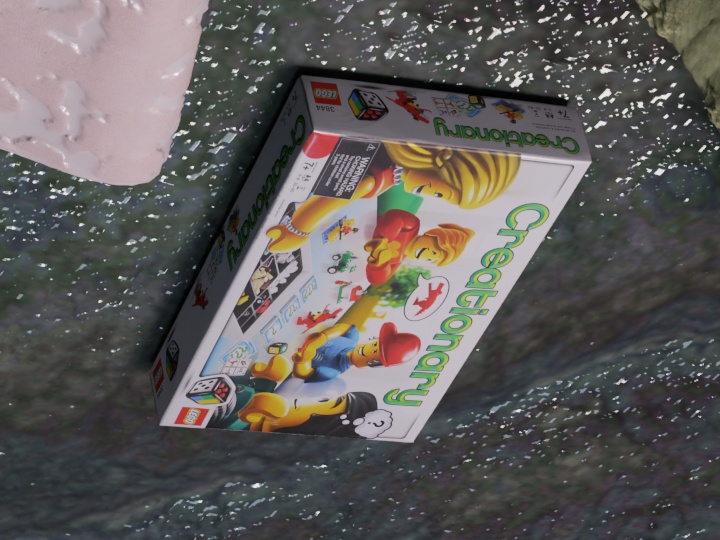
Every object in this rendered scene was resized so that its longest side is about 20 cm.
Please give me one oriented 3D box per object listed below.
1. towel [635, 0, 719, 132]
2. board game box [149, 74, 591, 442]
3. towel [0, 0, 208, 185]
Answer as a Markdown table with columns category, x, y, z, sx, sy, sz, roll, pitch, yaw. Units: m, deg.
| category | x | y | z | sx | sy | sz | roll | pitch | yaw |
| --- | --- | --- | --- | --- | --- | --- | --- | --- | --- |
| towel | 0.193 | -0.122 | 1.010 | 0.200 | 0.149 | 0.036 | -39 | 162 | 31 |
| board game box | 0.000 | 0.000 | 1.191 | 0.126 | 0.035 | 0.200 | 5 | 140 | -23 |
| towel | -0.138 | -0.115 | 0.889 | 0.190 | 0.032 | 0.200 | 14 | 142 | -5 |
